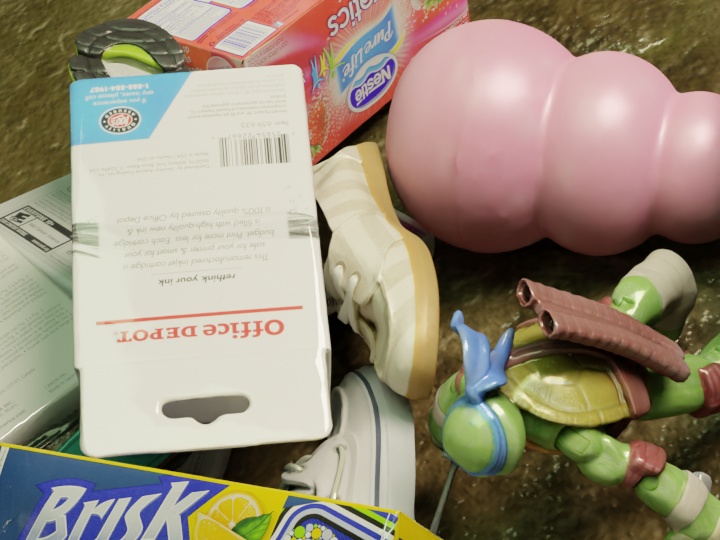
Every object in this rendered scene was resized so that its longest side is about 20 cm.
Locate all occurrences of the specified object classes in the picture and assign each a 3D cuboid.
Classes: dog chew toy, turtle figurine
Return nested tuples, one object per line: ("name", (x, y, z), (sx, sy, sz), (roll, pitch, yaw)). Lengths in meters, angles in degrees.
("dog chew toy", (0.117, -0.064, 0.913), (0.199, 0.125, 0.125), (10, 54, 18))
("turtle figurine", (0.109, 0.085, 0.810), (0.193, 0.201, 0.144), (-28, 11, -36))

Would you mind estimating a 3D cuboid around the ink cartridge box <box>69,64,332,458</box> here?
("ink cartridge box", (-0.075, 0.006, 0.813), (0.115, 0.067, 0.201), (-4, 60, -3))

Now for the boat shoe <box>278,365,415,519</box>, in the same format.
("boat shoe", (-0.010, 0.110, 0.806), (0.066, 0.074, 0.200), (6, 30, -8))

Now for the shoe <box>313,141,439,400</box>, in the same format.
("shoe", (0.000, 0.000, 0.873), (0.053, 0.070, 0.200), (-4, 32, -9))

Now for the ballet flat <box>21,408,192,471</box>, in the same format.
("ballet flat", (-0.161, 0.121, 0.826), (0.199, 0.068, 0.068), (-30, 82, -33))

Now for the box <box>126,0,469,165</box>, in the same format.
("box", (-0.033, -0.145, 1.030), (0.102, 0.095, 0.200), (19, 47, 34))

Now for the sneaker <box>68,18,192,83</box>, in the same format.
("sneaker", (-0.089, -0.048, 0.932), (0.074, 0.081, 0.200), (-25, 59, -14))

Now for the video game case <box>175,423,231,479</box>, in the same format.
("video game case", (-0.161, 0.092, 0.907), (0.181, 0.022, 0.201), (11, 52, 7))

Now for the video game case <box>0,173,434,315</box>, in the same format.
("video game case", (-0.090, -0.018, 0.974), (0.181, 0.024, 0.199), (-28, 41, -35))

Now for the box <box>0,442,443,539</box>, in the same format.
("box", (-0.065, 0.123, 0.719), (0.199, 0.070, 0.065), (5, 71, 28))

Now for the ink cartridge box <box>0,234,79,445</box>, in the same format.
("ink cartridge box", (-0.240, 0.042, 0.904), (0.161, 0.050, 0.200), (-37, 57, -27))
